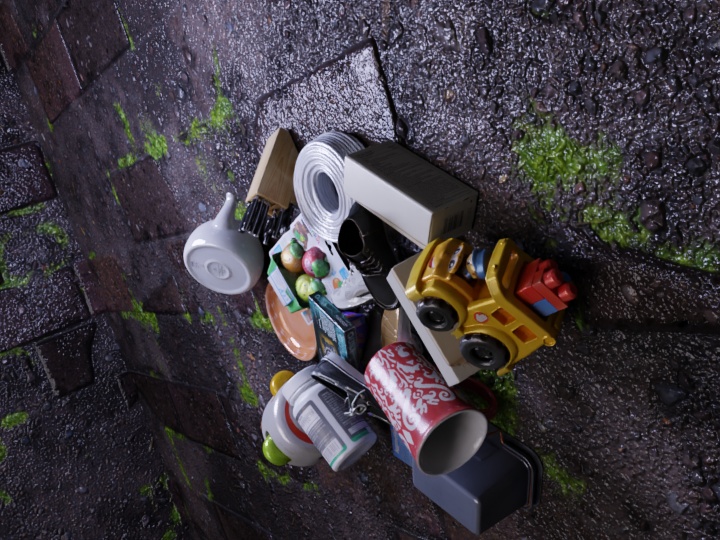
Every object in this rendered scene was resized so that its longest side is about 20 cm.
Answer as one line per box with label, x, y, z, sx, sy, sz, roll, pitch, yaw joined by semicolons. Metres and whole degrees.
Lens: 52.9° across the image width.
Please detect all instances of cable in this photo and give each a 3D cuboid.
cable;-0.044;-0.148;1.304;0.199;0.069;0.201;29;132;43

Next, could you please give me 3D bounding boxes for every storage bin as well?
storage bin;0.187;0.338;1.226;0.199;0.134;0.146;27;131;43

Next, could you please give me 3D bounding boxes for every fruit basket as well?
fruit basket;-0.110;-0.005;1.470;0.186;0.093;0.200;59;143;10

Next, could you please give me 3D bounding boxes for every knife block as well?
knife block;-0.185;-0.158;1.400;0.064;0.175;0.201;-24;90;56

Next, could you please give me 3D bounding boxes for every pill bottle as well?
pill bottle;-0.067;0.300;1.489;0.200;0.113;0.113;50;144;20

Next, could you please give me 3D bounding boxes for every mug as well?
mug;0.114;0.223;1.207;0.200;0.177;0.134;46;115;47

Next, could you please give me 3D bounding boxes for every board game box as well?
board game box;0.095;0.306;1.440;0.103;0.019;0.201;21;126;47
board game box;-0.045;0.154;1.412;0.135;0.028;0.201;41;147;44
board game box;-0.012;0.184;1.472;0.134;0.045;0.201;4;113;64

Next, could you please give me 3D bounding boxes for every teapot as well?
teapot;-0.302;-0.049;1.674;0.199;0.147;0.197;-26;122;39

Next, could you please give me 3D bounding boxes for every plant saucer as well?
plant saucer;-0.146;0.106;1.641;0.200;0.037;0.201;34;136;40

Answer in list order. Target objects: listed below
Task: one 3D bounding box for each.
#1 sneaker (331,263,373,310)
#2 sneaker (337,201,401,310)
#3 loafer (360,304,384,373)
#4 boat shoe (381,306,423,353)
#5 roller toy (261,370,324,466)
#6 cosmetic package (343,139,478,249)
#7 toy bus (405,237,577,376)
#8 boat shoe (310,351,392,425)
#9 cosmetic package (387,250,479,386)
sneaker;0.000;0.000;1.317;0.200;0.076;0.116;-16;108;48
sneaker;0.012;-0.010;1.183;0.074;0.106;0.201;-12;108;25
loafer;0.035;0.166;1.374;0.073;0.072;0.202;-1;98;53
boat shoe;0.080;0.141;1.319;0.071;0.069;0.201;-132;40;-62
roller toy;-0.119;0.330;1.612;0.140;0.181;0.201;128;146;-55
cosmetic package;0.074;-0.121;1.125;0.200;0.103;0.073;38;139;37
toy bus;0.190;0.025;0.982;0.200;0.136;0.192;38;143;-12
boat shoe;-0.003;0.231;1.315;0.199;0.068;0.074;38;152;12
cosmetic package;0.136;0.066;1.129;0.201;0.103;0.073;59;169;10
